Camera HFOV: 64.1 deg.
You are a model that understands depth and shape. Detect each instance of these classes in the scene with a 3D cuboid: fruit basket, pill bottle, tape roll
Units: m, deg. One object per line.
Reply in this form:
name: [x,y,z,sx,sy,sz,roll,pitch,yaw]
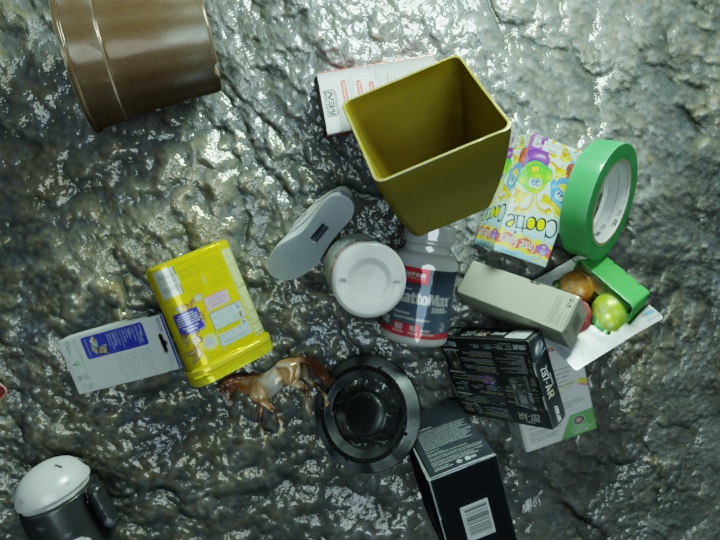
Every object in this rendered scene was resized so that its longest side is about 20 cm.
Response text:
fruit basket: [0.390,0.068,1.013,0.199,0.185,0.094,-30,142,-11]
pill bottle: [0.000,0.000,0.928,0.112,0.200,0.114,-1,99,-8]
tape roll: [0.411,-0.121,0.989,0.200,0.048,0.202,-22,122,-40]
pill bottle: [0.105,0.020,0.989,0.118,0.120,0.202,6,98,-9]

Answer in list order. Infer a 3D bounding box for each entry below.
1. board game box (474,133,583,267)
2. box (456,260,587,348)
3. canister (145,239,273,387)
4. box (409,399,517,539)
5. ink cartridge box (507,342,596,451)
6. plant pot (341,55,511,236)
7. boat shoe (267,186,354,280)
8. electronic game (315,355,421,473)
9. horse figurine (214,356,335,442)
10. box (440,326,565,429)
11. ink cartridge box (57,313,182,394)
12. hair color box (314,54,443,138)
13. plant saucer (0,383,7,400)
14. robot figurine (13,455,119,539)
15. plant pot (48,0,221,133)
board game box: [0.291,-0.121,1.001,0.104,0.103,0.202,16,96,-10]
box: [0.271,0.055,0.972,0.069,0.199,0.082,-59,142,-10]
canister: [-0.247,0.066,0.946,0.148,0.086,0.201,-26,100,-30]
box: [0.167,0.372,1.007,0.123,0.197,0.202,-18,106,-7]
ink cartridge box: [0.337,0.211,1.069,0.144,0.084,0.202,-17,101,-6]
plant pot: [0.108,-0.174,0.894,0.199,0.201,0.177,-22,140,2]
boat shoe: [-0.081,-0.062,0.977,0.200,0.066,0.074,-40,111,20]
electronic game: [0.011,0.250,1.008,0.198,0.042,0.202,-5,78,22]
horse figurine: [-0.140,0.209,1.012,0.199,0.050,0.133,-31,82,6]
box: [0.239,0.181,0.997,0.043,0.199,0.161,-27,103,-36]
ink cartridge box: [-0.390,0.134,0.951,0.198,0.039,0.100,-14,100,12]
hair color box: [0.029,-0.289,0.959,0.198,0.061,0.102,-11,100,-7]
plant saucer: [-0.716,0.205,0.942,0.200,0.037,0.200,41,91,-11]
robot figurine: [-0.490,0.411,0.965,0.149,0.125,0.201,-24,102,-22]
plant pot: [-0.318,-0.321,0.846,0.197,0.200,0.202,-14,101,-13]
